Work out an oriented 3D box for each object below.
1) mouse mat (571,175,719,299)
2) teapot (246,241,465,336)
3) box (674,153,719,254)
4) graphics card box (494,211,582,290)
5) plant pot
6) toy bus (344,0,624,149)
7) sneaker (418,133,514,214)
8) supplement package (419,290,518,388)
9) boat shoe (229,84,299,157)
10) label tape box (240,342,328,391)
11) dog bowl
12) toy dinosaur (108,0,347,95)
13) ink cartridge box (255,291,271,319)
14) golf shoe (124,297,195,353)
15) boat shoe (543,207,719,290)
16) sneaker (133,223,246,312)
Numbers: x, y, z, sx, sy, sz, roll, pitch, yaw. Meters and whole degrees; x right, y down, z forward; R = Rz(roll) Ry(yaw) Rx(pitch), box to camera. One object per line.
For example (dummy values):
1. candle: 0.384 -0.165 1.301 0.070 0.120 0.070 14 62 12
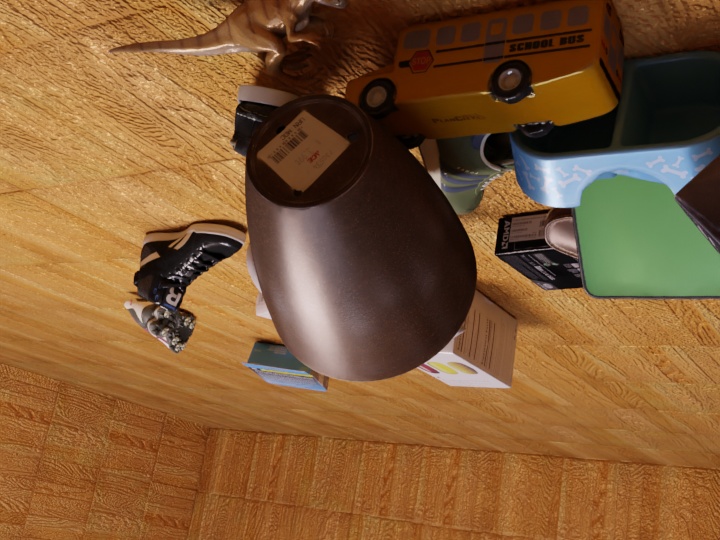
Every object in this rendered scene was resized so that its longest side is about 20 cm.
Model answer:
1. mouse mat: 0.283 -0.048 0.797 0.198 0.163 0.008 -1 -158 31
2. teapot: 0.000 0.000 0.996 0.198 0.147 0.198 -9 148 13
3. box: 0.330 -0.055 0.574 0.200 0.133 0.114 -45 139 16
4. graphics card box: 0.264 -0.025 1.000 0.199 0.051 0.125 -8 155 41
5. plant pot: -0.014 -0.037 0.698 0.185 0.189 0.200 4 154 17
6. toy bus: 0.088 -0.144 0.672 0.198 0.079 0.065 -1 162 31
7. sneaker: 0.109 -0.101 0.812 0.089 0.068 0.200 9 160 20
8. supplement package: 0.143 0.099 1.355 0.113 0.111 0.200 -3 158 34
9. boat shoe: -0.079 -0.118 0.801 0.075 0.061 0.200 13 -178 7
10. label tape box: -0.153 0.196 1.902 0.143 0.064 0.200 6 162 12
11. dog bowl: 0.204 -0.110 0.682 0.198 0.112 0.050 -1 146 32
12. toy dinosaur: -0.083 -0.185 0.703 0.198 0.061 0.106 -14 140 31
13. ink cartridge box: -0.050 0.066 1.475 0.198 0.051 0.160 15 162 -30
14. golf shoe: -0.378 0.096 1.730 0.087 0.078 0.200 26 165 17
15. boat shoe: 0.266 -0.026 0.865 0.198 0.068 0.073 12 131 30
16. sneaker: -0.238 0.003 1.258 0.199 0.113 0.073 -6 158 42
